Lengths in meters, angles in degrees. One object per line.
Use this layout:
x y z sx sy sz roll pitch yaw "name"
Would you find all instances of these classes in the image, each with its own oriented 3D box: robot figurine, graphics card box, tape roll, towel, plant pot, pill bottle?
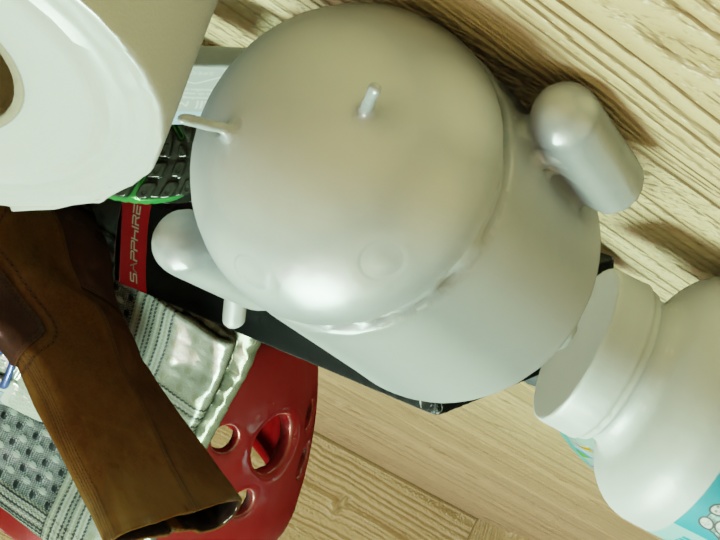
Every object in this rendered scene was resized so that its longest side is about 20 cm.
0.013 -0.022 0.849 0.169 0.113 0.200 -20 155 17 "robot figurine"
0.000 0.000 1.101 0.200 0.051 0.125 22 -154 37 "graphics card box"
-0.146 -0.100 0.778 0.202 0.071 0.203 14 154 7 "tape roll"
-0.156 0.040 1.222 0.192 0.200 0.035 37 -151 16 "towel"
-0.118 0.041 1.336 0.200 0.183 0.201 9 -153 -5 "plant pot"
0.174 0.074 0.998 0.200 0.111 0.111 27 173 -10 "pill bottle"

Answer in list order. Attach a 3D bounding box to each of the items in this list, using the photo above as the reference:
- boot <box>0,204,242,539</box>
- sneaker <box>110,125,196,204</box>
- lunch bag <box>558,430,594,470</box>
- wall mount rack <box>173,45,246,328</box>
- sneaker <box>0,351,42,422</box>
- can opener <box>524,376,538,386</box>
-0.155 0.039 1.077 0.188 0.068 0.200 13 -135 -62 "boot"
-0.110 -0.077 1.120 0.085 0.078 0.200 23 -174 -38 "sneaker"
0.198 0.091 1.184 0.200 0.077 0.160 23 174 23 "lunch bag"
-0.098 -0.036 0.968 0.199 0.075 0.174 2 162 -10 "wall mount rack"
-0.209 0.026 1.181 0.200 0.075 0.088 29 -152 17 "sneaker"
0.085 0.032 1.252 0.200 0.053 0.067 33 170 -37 "can opener"
